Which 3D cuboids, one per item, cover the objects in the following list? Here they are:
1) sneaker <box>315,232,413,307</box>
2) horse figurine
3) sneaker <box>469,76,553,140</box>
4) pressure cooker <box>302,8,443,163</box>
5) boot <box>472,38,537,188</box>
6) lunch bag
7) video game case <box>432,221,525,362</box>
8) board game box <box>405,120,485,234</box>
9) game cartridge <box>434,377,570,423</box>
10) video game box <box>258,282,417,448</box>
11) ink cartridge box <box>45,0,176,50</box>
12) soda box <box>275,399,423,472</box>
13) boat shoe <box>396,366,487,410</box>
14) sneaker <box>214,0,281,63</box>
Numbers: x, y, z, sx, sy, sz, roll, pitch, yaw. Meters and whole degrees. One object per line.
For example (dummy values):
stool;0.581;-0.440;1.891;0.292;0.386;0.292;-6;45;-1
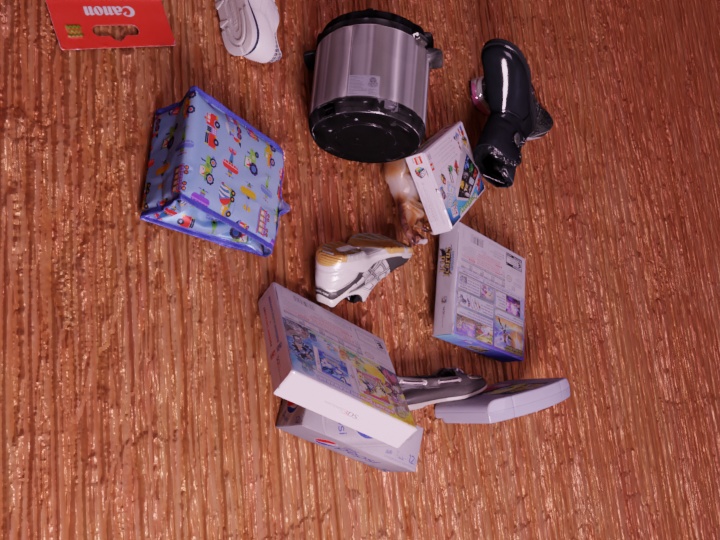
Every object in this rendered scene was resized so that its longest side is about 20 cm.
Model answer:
sneaker;0.000;0.000;1.073;0.199;0.075;0.089;-13;117;-49
horse figurine;0.081;-0.131;1.162;0.132;0.050;0.202;-4;80;-53
sneaker;0.295;-0.304;1.368;0.199;0.086;0.081;15;71;-36
pressure cooker;0.018;-0.278;1.079;0.175;0.178;0.202;15;70;-32
boot;0.235;-0.258;1.244;0.169;0.076;0.201;-63;140;-33
lunch bag;-0.166;-0.115;0.957;0.199;0.094;0.152;22;62;-43
video game case;0.198;0.040;1.210;0.199;0.045;0.183;23;64;-42
board game box;0.141;-0.153;1.190;0.200;0.034;0.127;-45;117;-56
game cartridge;0.228;0.200;1.152;0.199;0.132;0.041;-7;90;-40
video game box;-0.033;0.120;0.955;0.199;0.047;0.183;30;19;-29
ink cartridge box;-0.319;-0.380;0.919;0.161;0.050;0.202;-17;86;-40
soda box;-0.011;0.212;0.999;0.199;0.068;0.064;29;61;-29
boat shoe;0.113;0.168;1.112;0.198;0.067;0.058;-6;87;-36
sneaker;-0.159;-0.391;1.046;0.080;0.076;0.202;-3;84;-50
